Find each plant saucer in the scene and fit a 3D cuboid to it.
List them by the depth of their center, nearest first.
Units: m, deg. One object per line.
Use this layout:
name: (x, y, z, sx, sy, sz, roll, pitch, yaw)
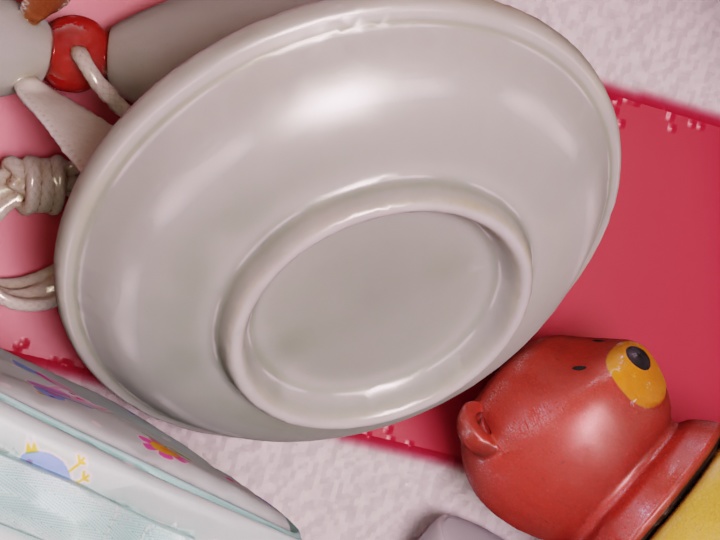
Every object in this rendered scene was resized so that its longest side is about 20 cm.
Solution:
plant saucer: (0.000, 0.000, 0.700, 0.199, 0.050, 0.201, -12, 137, -12)

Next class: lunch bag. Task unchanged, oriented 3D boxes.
lunch bag: (-0.124, 0.066, 0.667, 0.199, 0.160, 0.077, 26, 87, -19)

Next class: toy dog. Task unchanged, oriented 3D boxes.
toy dog: (-0.055, -0.068, 0.708, 0.199, 0.096, 0.133, -20, 101, -15)

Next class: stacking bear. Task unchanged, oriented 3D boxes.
stacking bear: (0.123, 0.101, 0.763, 0.200, 0.121, 0.114, 41, 126, 5)

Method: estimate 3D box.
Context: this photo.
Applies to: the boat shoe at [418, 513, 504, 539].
boat shoe: (0.082, 0.179, 0.794, 0.068, 0.072, 0.200, -43, 101, 14)
